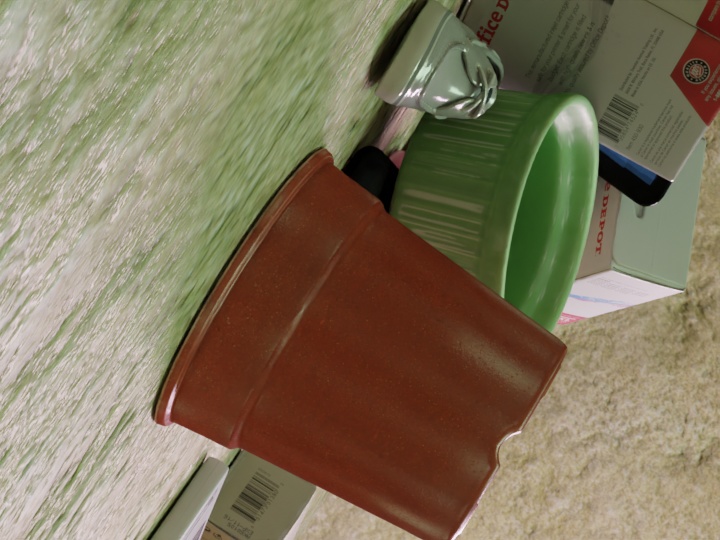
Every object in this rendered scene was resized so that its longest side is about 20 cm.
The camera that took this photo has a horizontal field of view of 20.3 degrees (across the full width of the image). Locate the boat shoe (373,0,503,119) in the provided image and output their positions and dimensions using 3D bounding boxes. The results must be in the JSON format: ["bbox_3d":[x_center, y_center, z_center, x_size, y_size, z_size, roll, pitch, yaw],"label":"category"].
[{"bbox_3d":[0.059,-0.128,1.318,0.072,0.068,0.200,-59,175,5],"label":"boat shoe"}]

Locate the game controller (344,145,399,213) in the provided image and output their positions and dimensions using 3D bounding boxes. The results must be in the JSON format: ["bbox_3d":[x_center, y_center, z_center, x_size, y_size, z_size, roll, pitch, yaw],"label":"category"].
[{"bbox_3d":[0.014,-0.019,1.464,0.200,0.042,0.104,44,62,-67],"label":"game controller"}]

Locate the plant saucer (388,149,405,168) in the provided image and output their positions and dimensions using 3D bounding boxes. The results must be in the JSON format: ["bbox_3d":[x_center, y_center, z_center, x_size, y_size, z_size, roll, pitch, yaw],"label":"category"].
[{"bbox_3d":[0.000,0.000,1.610,0.201,0.051,0.201,-57,174,-9],"label":"plant saucer"}]

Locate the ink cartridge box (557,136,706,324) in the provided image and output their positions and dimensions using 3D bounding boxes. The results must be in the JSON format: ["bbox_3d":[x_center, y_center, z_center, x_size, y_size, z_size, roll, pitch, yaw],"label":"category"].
[{"bbox_3d":[0.210,-0.042,1.782,0.200,0.083,0.146,-20,-124,62],"label":"ink cartridge box"}]

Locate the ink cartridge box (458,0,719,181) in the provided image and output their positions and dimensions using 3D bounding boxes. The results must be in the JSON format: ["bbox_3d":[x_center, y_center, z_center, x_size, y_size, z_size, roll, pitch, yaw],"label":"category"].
[{"bbox_3d":[0.183,-0.180,1.484,0.083,0.200,0.147,-58,176,-40],"label":"ink cartridge box"}]

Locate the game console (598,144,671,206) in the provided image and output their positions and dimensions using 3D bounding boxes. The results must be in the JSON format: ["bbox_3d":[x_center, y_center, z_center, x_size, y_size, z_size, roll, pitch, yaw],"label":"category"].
[{"bbox_3d":[0.187,-0.167,1.584,0.200,0.171,0.118,-63,-143,28],"label":"game console"}]

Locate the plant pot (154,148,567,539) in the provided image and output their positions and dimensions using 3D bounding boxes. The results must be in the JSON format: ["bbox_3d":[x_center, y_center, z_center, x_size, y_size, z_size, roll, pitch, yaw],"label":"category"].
[{"bbox_3d":[0.009,0.060,1.237,0.201,0.195,0.201,-58,174,-9],"label":"plant pot"}]

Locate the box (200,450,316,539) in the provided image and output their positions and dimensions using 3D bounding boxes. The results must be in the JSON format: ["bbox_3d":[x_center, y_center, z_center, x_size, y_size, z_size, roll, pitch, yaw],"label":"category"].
[{"bbox_3d":[-0.113,0.256,1.858,0.095,0.078,0.200,-55,174,-36],"label":"box"}]

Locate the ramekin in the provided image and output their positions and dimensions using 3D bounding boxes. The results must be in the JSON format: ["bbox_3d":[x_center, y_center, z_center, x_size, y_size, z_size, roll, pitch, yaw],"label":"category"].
[{"bbox_3d":[0.095,-0.040,1.462,0.200,0.098,0.200,14,90,-69],"label":"ramekin"}]

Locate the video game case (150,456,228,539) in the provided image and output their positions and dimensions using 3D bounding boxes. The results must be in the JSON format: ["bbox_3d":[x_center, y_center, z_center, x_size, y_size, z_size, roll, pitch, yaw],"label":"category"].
[{"bbox_3d":[-0.179,0.264,1.604,0.200,0.023,0.182,-56,174,-36],"label":"video game case"}]
